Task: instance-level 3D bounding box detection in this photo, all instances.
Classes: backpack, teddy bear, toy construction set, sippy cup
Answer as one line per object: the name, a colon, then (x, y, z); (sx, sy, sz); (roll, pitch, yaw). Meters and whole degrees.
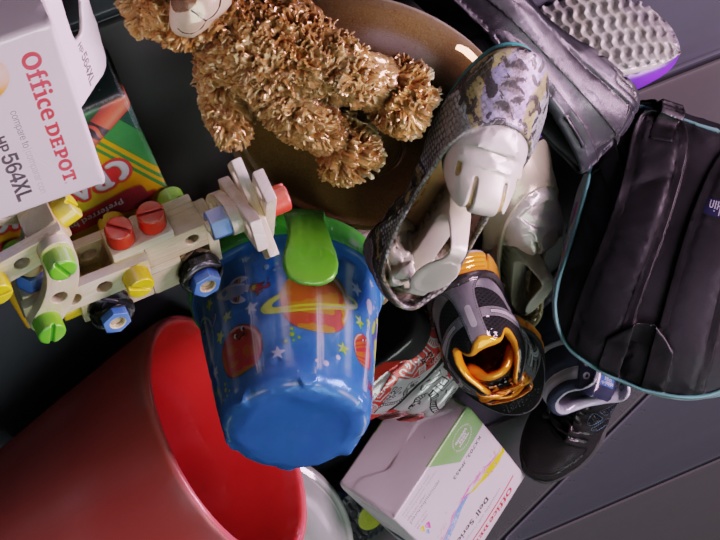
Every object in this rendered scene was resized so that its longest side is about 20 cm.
backpack: (0.233, -0.004, 1.240); (0.153, 0.175, 0.201); (54, 55, -78)
teddy bear: (-0.048, -0.124, 0.977); (0.144, 0.067, 0.200); (-19, 124, 29)
toy construction set: (-0.140, -0.021, 1.023); (0.198, 0.093, 0.132); (-11, 144, -4)
sippy cup: (-0.046, 0.054, 1.113); (0.139, 0.131, 0.178); (-21, 137, 17)

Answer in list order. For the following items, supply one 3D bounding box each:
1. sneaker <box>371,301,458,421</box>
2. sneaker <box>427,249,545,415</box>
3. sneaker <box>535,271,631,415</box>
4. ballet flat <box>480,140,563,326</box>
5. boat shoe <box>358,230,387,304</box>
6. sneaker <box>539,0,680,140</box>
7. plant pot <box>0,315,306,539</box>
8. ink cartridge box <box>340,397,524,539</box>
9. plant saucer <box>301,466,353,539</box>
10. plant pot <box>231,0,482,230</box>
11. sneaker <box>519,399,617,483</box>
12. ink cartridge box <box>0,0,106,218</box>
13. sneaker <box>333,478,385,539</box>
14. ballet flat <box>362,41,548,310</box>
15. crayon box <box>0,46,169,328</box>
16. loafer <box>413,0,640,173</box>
sneaker: (-0.006, 0.110, 1.365); (0.201, 0.067, 0.108); (-39, 140, 11)
sneaker: (0.098, 0.067, 1.280); (0.078, 0.078, 0.200); (-25, 143, 9)
sneaker: (0.206, 0.033, 1.367); (0.070, 0.109, 0.200); (17, 126, -44)
ballet flat: (0.125, -0.024, 1.283); (0.069, 0.070, 0.201); (-16, 144, -14)
boat shoe: (0.000, 0.000, 1.235); (0.199, 0.065, 0.072); (-17, 143, -13)
sneaker: (0.121, -0.124, 1.166); (0.199, 0.070, 0.100); (-15, 150, -9)
plant pot: (-0.165, 0.156, 1.238); (0.177, 0.201, 0.200); (-27, 146, 19)
ink cartridge box: (0.073, 0.190, 1.476); (0.117, 0.067, 0.200); (-55, 145, -11)
plant saucer: (-0.100, 0.248, 1.409); (0.199, 0.050, 0.202); (-4, 110, -10)
plant pot: (-0.001, -0.090, 1.072); (0.198, 0.028, 0.201); (8, 140, 6)
sneaker: (0.191, 0.105, 1.469); (0.082, 0.073, 0.201); (-6, 134, -56)
ink cartridge box: (-0.235, -0.105, 0.909); (0.199, 0.126, 0.129); (-20, 144, -8)
sneaker: (-0.037, 0.223, 1.502); (0.200, 0.078, 0.066); (-44, 130, -7)
ballet flat: (0.063, -0.046, 1.028); (0.072, 0.072, 0.201); (0, 140, -32)
crayon box: (-0.185, -0.040, 1.084); (0.126, 0.051, 0.200); (-24, 144, -4)
loafer: (0.088, -0.137, 1.060); (0.200, 0.068, 0.071); (36, 84, -19)
